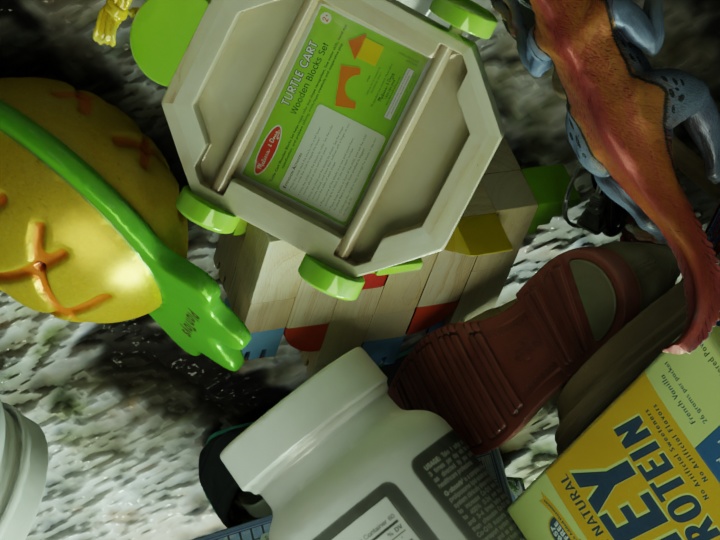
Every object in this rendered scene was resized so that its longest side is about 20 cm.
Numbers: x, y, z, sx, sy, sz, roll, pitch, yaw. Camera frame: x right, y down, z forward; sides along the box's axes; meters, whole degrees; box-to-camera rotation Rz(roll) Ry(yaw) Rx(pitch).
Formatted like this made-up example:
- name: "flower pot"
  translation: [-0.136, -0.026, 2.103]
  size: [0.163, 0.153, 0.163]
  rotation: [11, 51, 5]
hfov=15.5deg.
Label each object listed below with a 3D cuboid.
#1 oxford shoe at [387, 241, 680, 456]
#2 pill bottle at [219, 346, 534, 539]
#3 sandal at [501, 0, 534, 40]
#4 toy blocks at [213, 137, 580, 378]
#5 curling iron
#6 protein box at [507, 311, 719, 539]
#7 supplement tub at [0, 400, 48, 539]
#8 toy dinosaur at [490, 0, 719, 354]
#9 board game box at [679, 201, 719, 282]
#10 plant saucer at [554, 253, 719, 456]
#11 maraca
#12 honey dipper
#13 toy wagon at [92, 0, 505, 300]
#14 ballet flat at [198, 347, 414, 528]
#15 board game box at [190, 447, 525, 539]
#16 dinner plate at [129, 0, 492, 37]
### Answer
- name: "oxford shoe"
  translation: [0.093, 0.045, 1.387]
  size: [0.075, 0.071, 0.200]
  rotation: [-17, 168, -45]
- name: "pill bottle"
  translation: [0.026, 0.145, 1.363]
  size: [0.116, 0.116, 0.200]
  rotation: [-42, 83, 31]
- name: "sandal"
  translation: [0.109, -0.177, 1.260]
  size: [0.080, 0.057, 0.201]
  rotation: [16, 150, -4]
- name: "toy blocks"
  translation: [0.000, 0.000, 1.394]
  size: [0.200, 0.100, 0.137]
  rotation: [-8, 144, -23]
- name: "curling iron"
  translation: [0.145, -0.011, 1.418]
  size: [0.026, 0.050, 0.200]
  rotation: [23, 165, 27]
- name: "protein box"
  translation: [0.219, 0.090, 1.303]
  size: [0.198, 0.135, 0.200]
  rotation: [-25, 163, -36]
- name: "supplement tub"
  translation: [-0.285, 0.093, 1.434]
  size: [0.200, 0.145, 0.145]
  rotation: [32, 125, -31]
- name: "toy dinosaur"
  translation: [0.120, -0.098, 1.188]
  size: [0.105, 0.200, 0.182]
  rotation: [-31, 125, 15]
- name: "board game box"
  translation: [0.247, -0.047, 1.394]
  size: [0.103, 0.019, 0.200]
  rotation: [4, 129, -23]
- name: "plant saucer"
  translation: [0.176, 0.028, 1.344]
  size: [0.200, 0.029, 0.200]
  rotation: [-33, 167, -9]
- name: "maraca"
  translation: [-0.134, -0.021, 1.328]
  size: [0.200, 0.107, 0.137]
  rotation: [40, 166, 5]
- name: "honey dipper"
  translation: [0.176, -0.057, 1.396]
  size: [0.038, 0.038, 0.200]
  rotation: [-34, 130, 27]
- name: "toy wagon"
  translation: [-0.032, -0.087, 1.274]
  size: [0.200, 0.040, 0.155]
  rotation: [28, 102, 3]
- name: "ballet flat"
  translation: [-0.002, 0.101, 1.516]
  size: [0.200, 0.073, 0.073]
  rotation: [-22, 132, 17]
- name: "board game box"
  translation: [0.019, 0.158, 1.502]
  size: [0.200, 0.062, 0.200]
  rotation: [-21, 166, 24]
- name: "dinner plate"
  translation: [-0.024, -0.154, 1.293]
  size: [0.200, 0.024, 0.200]
  rotation: [-3, 135, -3]
